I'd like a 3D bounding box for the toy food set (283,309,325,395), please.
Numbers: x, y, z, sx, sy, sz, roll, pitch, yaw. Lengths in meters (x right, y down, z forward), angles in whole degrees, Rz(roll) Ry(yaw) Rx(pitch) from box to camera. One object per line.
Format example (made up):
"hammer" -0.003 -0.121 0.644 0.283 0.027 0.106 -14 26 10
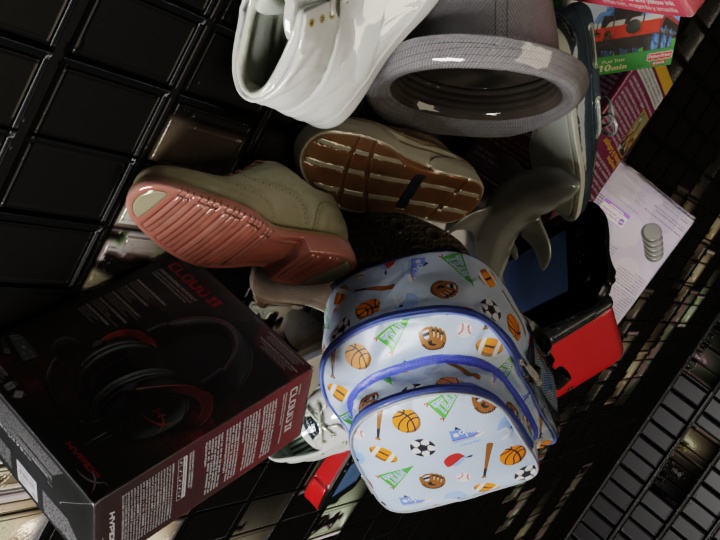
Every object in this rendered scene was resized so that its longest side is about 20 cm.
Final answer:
"toy food set" -0.098 0.095 0.867 0.198 0.061 0.144 -21 157 -45

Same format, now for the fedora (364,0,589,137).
"fedora" 0.088 -0.173 0.774 0.200 0.173 0.092 88 7 -84

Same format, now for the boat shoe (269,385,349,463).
"boat shoe" -0.029 0.148 0.970 0.066 0.074 0.200 -14 158 -37

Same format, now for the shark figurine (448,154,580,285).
"shark figurine" 0.118 -0.018 0.930 0.088 0.128 0.217 -9 128 -29

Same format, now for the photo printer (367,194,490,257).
"photo printer" 0.052 0.000 0.979 0.199 0.069 0.168 -5 125 -56

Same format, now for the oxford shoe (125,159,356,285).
"oxford shoe" -0.086 -0.044 0.721 0.070 0.075 0.199 -26 151 32

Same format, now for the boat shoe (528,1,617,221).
"boat shoe" 0.184 -0.136 0.883 0.061 0.075 0.202 -32 126 -21

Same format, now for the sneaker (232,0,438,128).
"sneaker" -0.008 -0.187 0.651 0.202 0.073 0.115 -59 156 16

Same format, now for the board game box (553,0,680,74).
"board game box" 0.202 -0.256 0.845 0.148 0.037 0.202 -9 136 -4

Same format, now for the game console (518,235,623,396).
"game console" 0.179 0.067 1.136 0.198 0.174 0.119 -30 169 0

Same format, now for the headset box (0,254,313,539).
"headset box" -0.139 0.080 0.678 0.199 0.148 0.076 -28 145 -38

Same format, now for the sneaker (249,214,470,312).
"sneaker" 0.000 0.000 0.854 0.196 0.071 0.076 5 141 -24

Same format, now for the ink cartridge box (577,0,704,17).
"ink cartridge box" 0.163 -0.294 0.645 0.146 0.144 0.200 -50 126 -4

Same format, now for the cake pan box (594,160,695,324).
"cake pan box" 0.256 -0.040 1.155 0.198 0.052 0.186 31 98 -21

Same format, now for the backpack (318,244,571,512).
"backpack" 0.054 0.085 0.795 0.197 0.155 0.192 -22 120 14

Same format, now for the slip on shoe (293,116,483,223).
"slip on shoe" 0.021 -0.092 0.833 0.198 0.061 0.076 8 132 -39

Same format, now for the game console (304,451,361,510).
"game console" 0.012 0.179 1.128 0.178 0.031 0.200 -55 168 5

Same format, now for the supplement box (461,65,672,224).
"supplement box" 0.212 -0.152 1.017 0.202 0.103 0.131 -56 154 4

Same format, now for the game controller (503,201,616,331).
"game controller" 0.172 0.010 0.985 0.041 0.106 0.199 7 156 -31
